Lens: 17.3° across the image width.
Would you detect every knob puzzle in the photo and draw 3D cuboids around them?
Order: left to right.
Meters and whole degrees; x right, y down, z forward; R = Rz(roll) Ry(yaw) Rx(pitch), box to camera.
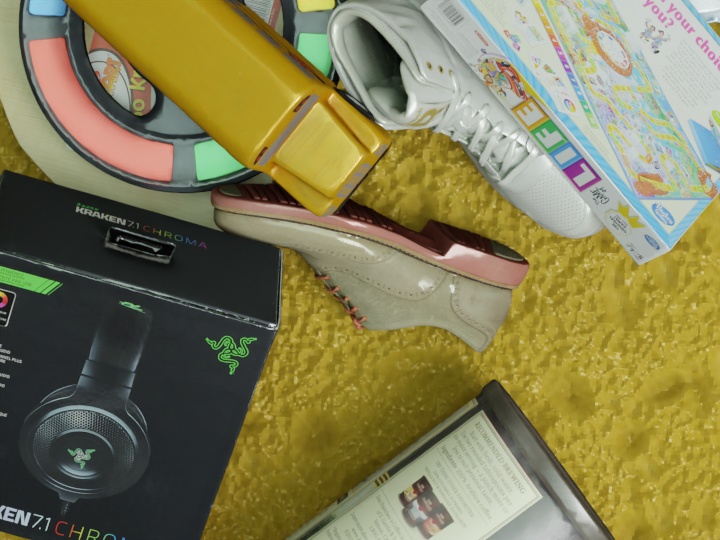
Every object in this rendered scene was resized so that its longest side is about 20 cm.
[{"bbox_3d":[-0.136,-0.127,1.456,0.218,0.030,0.221,0,91,3],"label":"knob puzzle"}]

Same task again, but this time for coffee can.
[{"bbox_3d":[0.043,0.181,1.388,0.200,0.146,0.147,-36,88,3],"label":"coffee can"}]

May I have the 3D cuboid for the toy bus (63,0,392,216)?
[{"bbox_3d":[-0.077,-0.117,1.349,0.200,0.078,0.065,43,99,12],"label":"toy bus"}]

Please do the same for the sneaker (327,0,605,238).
[{"bbox_3d":[0.059,-0.086,1.395,0.200,0.115,0.074,49,124,7],"label":"sneaker"}]

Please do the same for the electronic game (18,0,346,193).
[{"bbox_3d":[-0.106,-0.147,1.418,0.199,0.042,0.201,0,90,2],"label":"electronic game"}]

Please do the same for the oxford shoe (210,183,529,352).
[{"bbox_3d":[0.000,0.000,1.413,0.199,0.070,0.075,16,103,-12],"label":"oxford shoe"}]

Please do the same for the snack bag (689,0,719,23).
[{"bbox_3d":[0.124,-0.230,1.447,0.188,0.021,0.201,-12,89,3],"label":"snack bag"}]

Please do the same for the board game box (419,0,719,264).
[{"bbox_3d":[0.145,-0.122,1.391,0.200,0.034,0.134,49,59,-6],"label":"board game box"}]

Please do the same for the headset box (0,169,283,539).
[{"bbox_3d":[-0.150,0.056,1.369,0.173,0.093,0.201,17,119,-10],"label":"headset box"}]
